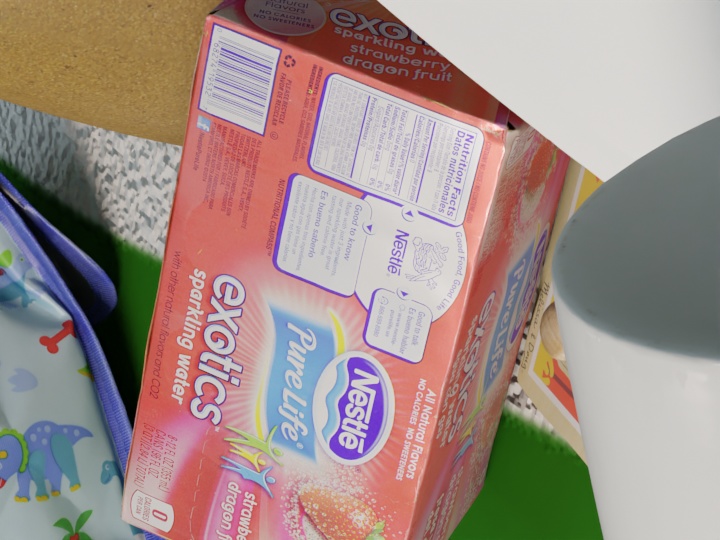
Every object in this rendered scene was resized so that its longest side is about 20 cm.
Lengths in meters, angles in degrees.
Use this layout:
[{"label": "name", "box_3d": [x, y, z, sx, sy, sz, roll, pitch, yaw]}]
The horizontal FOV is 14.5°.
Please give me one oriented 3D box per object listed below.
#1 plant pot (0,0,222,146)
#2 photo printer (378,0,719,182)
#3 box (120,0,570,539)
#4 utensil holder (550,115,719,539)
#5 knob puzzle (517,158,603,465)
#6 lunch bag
[{"label": "plant pot", "box_3d": [-0.077, -0.121, 0.954, 0.186, 0.200, 0.187, 9, 101, 53]}, {"label": "photo printer", "box_3d": [0.080, -0.118, 0.675, 0.166, 0.069, 0.200, 41, 139, 22]}, {"label": "box", "box_3d": [0.000, 0.000, 0.895, 0.102, 0.095, 0.200, 22, 126, 14]}, {"label": "utensil holder", "box_3d": [0.137, 0.072, 0.611, 0.170, 0.170, 0.200, 15, 128, 53]}, {"label": "knob puzzle", "box_3d": [0.103, 0.001, 0.828, 0.220, 0.030, 0.220, -6, 83, 63]}, {"label": "lunch bag", "box_3d": [-0.184, 0.052, 1.183, 0.170, 0.127, 0.200, -27, 81, 52]}]
